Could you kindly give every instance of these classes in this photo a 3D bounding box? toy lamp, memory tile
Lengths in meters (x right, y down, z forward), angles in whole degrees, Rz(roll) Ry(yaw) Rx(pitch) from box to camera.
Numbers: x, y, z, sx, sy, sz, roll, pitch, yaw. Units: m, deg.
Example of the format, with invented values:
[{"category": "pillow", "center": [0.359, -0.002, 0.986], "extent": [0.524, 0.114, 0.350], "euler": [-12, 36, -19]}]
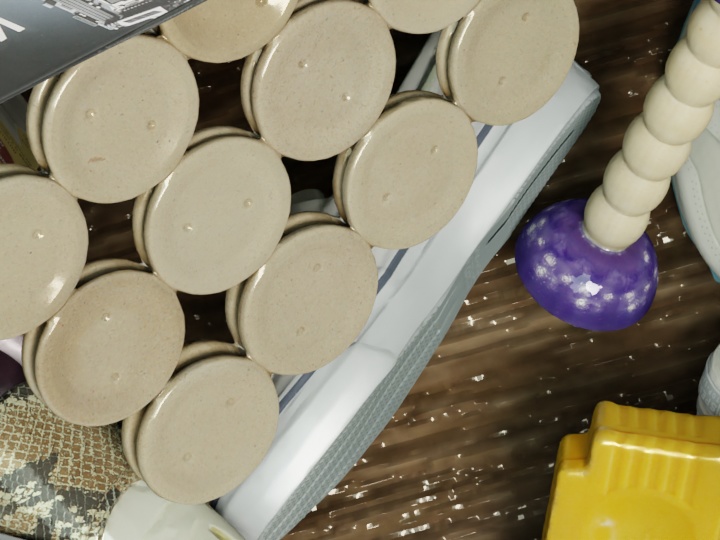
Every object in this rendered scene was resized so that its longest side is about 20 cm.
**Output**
[{"category": "toy lamp", "center": [0.103, -0.061, 0.824], "extent": [0.058, 0.058, 0.200], "euler": [25, 137, -2]}, {"category": "memory tile", "center": [-0.029, -0.038, 0.767], "extent": [0.200, 0.017, 0.153], "euler": [-51, 134, -4]}]

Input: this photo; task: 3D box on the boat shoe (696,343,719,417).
[{"category": "boat shoe", "center": [0.211, 0.071, 0.899], "extent": [0.200, 0.072, 0.069], "euler": [4, 124, -6]}]

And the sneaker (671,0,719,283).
[{"category": "sneaker", "center": [0.147, -0.084, 0.865], "extent": [0.076, 0.081, 0.200], "euler": [9, 101, 0]}]

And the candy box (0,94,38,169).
[{"category": "candy box", "center": [-0.167, -0.012, 0.831], "extent": [0.115, 0.200, 0.055], "euler": [-36, 98, 8]}]

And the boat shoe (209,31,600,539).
[{"category": "boat shoe", "center": [0.000, 0.000, 0.879], "extent": [0.067, 0.074, 0.200], "euler": [34, 71, 10]}]

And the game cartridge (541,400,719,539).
[{"category": "game cartridge", "center": [0.155, 0.133, 0.893], "extent": [0.200, 0.032, 0.176], "euler": [7, 124, 1]}]

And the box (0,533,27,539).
[{"category": "box", "center": [-0.113, 0.169, 0.829], "extent": [0.156, 0.041, 0.200], "euler": [13, 126, 10]}]

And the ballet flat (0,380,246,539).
[{"category": "ballet flat", "center": [-0.056, 0.117, 0.839], "extent": [0.075, 0.068, 0.200], "euler": [10, 133, 36]}]

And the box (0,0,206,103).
[{"category": "box", "center": [-0.138, -0.103, 0.719], "extent": [0.200, 0.158, 0.050], "euler": [-25, 139, 21]}]

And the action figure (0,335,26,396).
[{"category": "action figure", "center": [-0.108, 0.114, 0.884], "extent": [0.134, 0.149, 0.200], "euler": [2, 87, -4]}]
